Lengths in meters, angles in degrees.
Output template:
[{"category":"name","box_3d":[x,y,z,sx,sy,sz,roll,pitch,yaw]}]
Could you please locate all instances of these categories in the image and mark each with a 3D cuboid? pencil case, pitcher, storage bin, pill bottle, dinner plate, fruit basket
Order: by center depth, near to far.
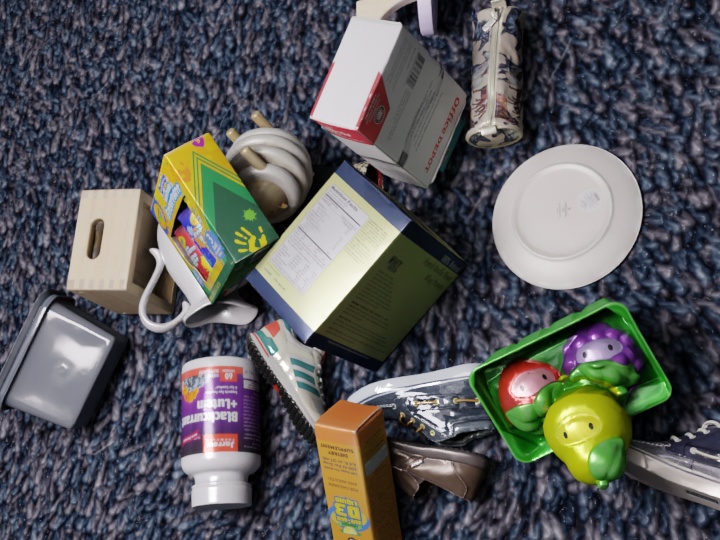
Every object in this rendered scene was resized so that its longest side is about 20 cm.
[{"category":"fruit basket","box_3d":[0.241,0.143,1.060,0.215,0.216,0.156,-29,101,17]},{"category":"dinner plate","box_3d":[0.264,-0.074,1.220,0.200,0.024,0.201,-8,71,24]},{"category":"pencil case","box_3d":[0.186,-0.264,1.284,0.078,0.089,0.201,-3,74,26]},{"category":"pill bottle","box_3d":[-0.196,0.229,1.314,0.111,0.111,0.201,-13,69,24]},{"category":"pitcher","box_3d":[-0.258,-0.009,1.400,0.171,0.121,0.201,-10,67,-20]},{"category":"storage bin","box_3d":[-0.465,0.151,1.481,0.134,0.146,0.200,26,86,4]}]

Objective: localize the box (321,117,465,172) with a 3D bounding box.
[{"category":"box","box_3d":[0.045,-0.212,1.364,0.200,0.049,0.083,22,85,31]}]

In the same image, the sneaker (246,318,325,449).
[{"category":"sneaker","box_3d":[-0.073,0.150,1.298,0.093,0.070,0.200,-31,75,-22]}]

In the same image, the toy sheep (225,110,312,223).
[{"category":"toy sheep","box_3d":[-0.130,-0.142,1.311,0.137,0.138,0.200,-16,38,23]}]

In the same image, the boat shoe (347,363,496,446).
[{"category":"boat shoe","box_3d":[0.076,0.185,1.206,0.200,0.071,0.091,-16,63,20]}]

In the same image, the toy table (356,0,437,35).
[{"category":"toy table","box_3d":[0.052,-0.436,1.373,0.117,0.184,0.201,-2,64,10]}]

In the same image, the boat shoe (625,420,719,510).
[{"category":"boat shoe","box_3d":[0.376,0.206,1.052,0.200,0.075,0.093,18,70,29]}]

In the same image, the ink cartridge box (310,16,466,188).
[{"category":"ink cartridge box","box_3d":[0.041,-0.215,1.221,0.083,0.200,0.147,19,84,34]}]

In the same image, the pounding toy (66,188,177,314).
[{"category":"pounding toy","box_3d":[-0.372,-0.042,1.469,0.142,0.184,0.201,0,74,15]}]

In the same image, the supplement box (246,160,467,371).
[{"category":"supplement box","box_3d":[0.000,0.000,1.231,0.200,0.200,0.134,-49,59,6]}]

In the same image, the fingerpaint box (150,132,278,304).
[{"category":"fingerpaint box","box_3d":[-0.204,-0.063,1.263,0.073,0.200,0.167,-32,85,-24]}]

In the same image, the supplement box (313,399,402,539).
[{"category":"supplement box","box_3d":[-0.002,0.266,1.165,0.066,0.069,0.201,4,116,32]}]

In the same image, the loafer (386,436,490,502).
[{"category":"loafer","box_3d":[0.064,0.253,1.191,0.199,0.073,0.071,3,76,29]}]

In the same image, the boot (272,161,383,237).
[{"category":"boot","box_3d":[-0.053,-0.068,1.351,0.153,0.073,0.204,-2,69,33]}]
